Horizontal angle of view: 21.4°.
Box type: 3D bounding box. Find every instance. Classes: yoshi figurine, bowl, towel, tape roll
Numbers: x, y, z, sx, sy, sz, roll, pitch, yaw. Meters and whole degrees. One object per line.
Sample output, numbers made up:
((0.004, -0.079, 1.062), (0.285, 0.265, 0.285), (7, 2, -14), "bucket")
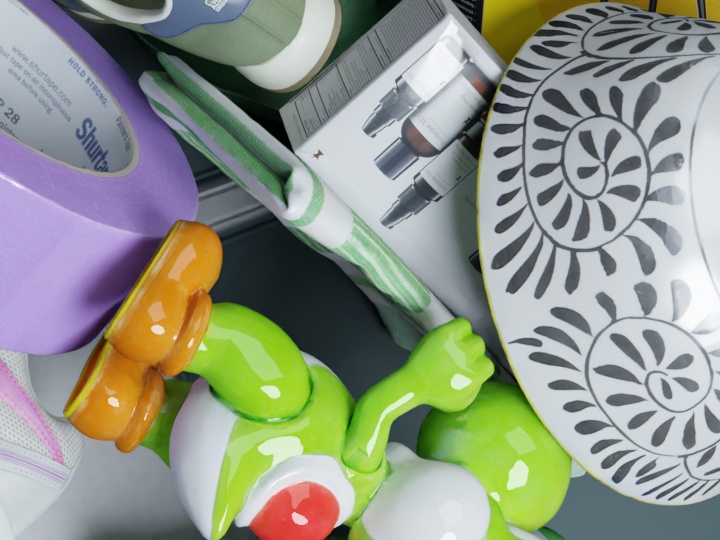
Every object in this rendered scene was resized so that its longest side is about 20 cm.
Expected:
((-0.001, 0.058, 0.717), (0.199, 0.112, 0.112), (32, 92, -5), "yoshi figurine")
((0.145, -0.015, 0.728), (0.200, 0.094, 0.203), (10, 75, -41), "bowl")
((0.000, 0.000, 0.787), (0.023, 0.152, 0.200), (-46, 128, -3), "towel")
((-0.158, -0.061, 0.732), (0.200, 0.066, 0.200), (38, 17, -14), "tape roll")

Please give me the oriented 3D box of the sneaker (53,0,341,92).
((-0.100, -0.137, 0.783), (0.090, 0.199, 0.068), (28, 90, -51), "sneaker")

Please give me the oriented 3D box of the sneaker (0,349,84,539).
((-0.180, 0.025, 0.728), (0.088, 0.081, 0.201), (-33, 91, -46), "sneaker")

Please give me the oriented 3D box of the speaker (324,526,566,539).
((-0.003, 0.146, 0.766), (0.199, 0.088, 0.089), (0, 64, -35), "speaker")

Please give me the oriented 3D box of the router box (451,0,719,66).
((0.119, -0.127, 0.829), (0.199, 0.150, 0.051), (-15, 33, -30), "router box")

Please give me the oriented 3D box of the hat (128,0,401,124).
((0.008, -0.168, 0.859), (0.165, 0.177, 0.199), (38, 26, 33), "hat")

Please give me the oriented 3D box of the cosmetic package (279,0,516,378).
((0.063, -0.016, 0.777), (0.200, 0.082, 0.051), (44, 13, -26), "cosmetic package")
